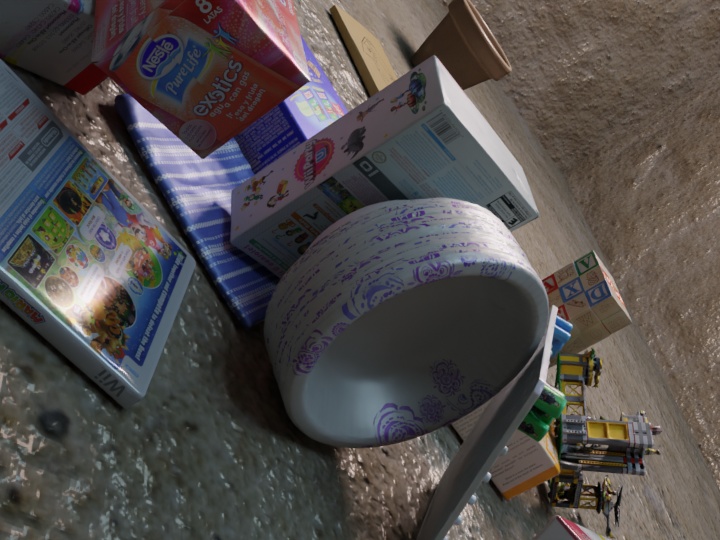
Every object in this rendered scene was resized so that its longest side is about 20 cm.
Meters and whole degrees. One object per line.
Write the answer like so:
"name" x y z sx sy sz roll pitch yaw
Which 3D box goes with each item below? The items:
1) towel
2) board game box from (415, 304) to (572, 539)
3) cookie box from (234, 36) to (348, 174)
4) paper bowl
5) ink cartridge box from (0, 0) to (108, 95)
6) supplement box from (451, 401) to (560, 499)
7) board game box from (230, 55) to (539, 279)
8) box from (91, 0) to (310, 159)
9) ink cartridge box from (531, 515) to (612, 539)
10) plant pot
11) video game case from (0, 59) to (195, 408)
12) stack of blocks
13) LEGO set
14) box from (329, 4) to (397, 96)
"towel" -0.109 -0.057 0.654 0.202 0.024 0.145 59 21 2
"board game box" 0.103 0.139 0.629 0.026 0.202 0.200 31 19 7
"cookie box" -0.091 -0.184 0.800 0.202 0.075 0.171 59 20 1
"paper bowl" 0.027 0.031 0.586 0.200 0.200 0.105 35 21 -46
"ink cartridge box" -0.219 -0.197 0.530 0.199 0.067 0.117 19 45 -60
"supplement box" 0.137 0.130 0.890 0.201 0.073 0.126 54 20 -12
"board game box" 0.017 -0.052 0.635 0.147 0.198 0.065 40 30 -40
"box" -0.110 -0.191 0.546 0.103 0.094 0.202 41 26 -42
"ink cartridge box" 0.249 0.334 0.786 0.199 0.084 0.145 36 7 -48
"plant pot" 0.211 -0.478 1.784 0.200 0.173 0.201 47 23 -28
"video game case" -0.181 -0.034 0.460 0.200 0.018 0.144 49 22 -24
"stack of blocks" 0.227 0.060 1.017 0.059 0.199 0.116 43 25 -31
"LEGO set" 0.286 0.197 0.948 0.155 0.114 0.202 -75 165 -55
"box" 0.027 -0.346 1.386 0.163 0.021 0.202 19 44 -61
